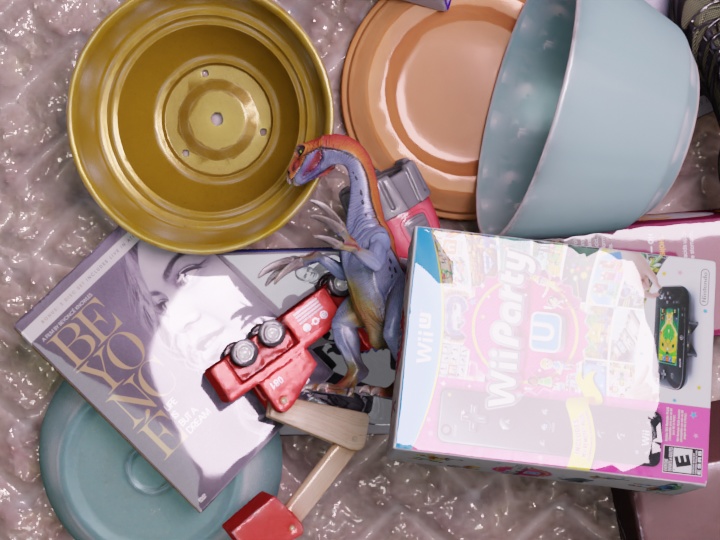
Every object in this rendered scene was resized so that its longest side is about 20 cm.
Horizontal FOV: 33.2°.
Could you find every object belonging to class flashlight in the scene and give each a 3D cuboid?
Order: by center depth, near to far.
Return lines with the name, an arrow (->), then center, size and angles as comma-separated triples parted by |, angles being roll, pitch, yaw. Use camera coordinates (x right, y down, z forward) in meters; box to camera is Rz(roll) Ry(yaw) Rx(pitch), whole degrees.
flashlight -> 0.053, 0.017, 0.918 | 0.068, 0.068, 0.201 | -20, 104, 24

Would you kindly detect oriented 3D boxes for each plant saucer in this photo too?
plant saucer -> 0.082, -0.138, 0.933 | 0.199, 0.037, 0.201 | 0, 95, 4
plant saucer -> -0.163, 0.153, 0.956 | 0.199, 0.036, 0.201 | 0, 97, 4

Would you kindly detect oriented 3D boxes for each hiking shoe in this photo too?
hiking shoe -> 0.271, -0.143, 0.828 | 0.075, 0.101, 0.201 | -13, 75, -3

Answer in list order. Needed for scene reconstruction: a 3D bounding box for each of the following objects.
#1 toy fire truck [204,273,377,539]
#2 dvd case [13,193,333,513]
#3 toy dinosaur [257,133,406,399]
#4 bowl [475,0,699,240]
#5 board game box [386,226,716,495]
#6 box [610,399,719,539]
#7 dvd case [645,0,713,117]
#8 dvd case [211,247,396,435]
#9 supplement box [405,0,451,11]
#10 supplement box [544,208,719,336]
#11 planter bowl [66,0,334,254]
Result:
toy fire truck -> -0.041, 0.101, 0.904 | 0.200, 0.049, 0.141 | -36, 94, -16
dvd case -> -0.141, 0.061, 0.925 | 0.200, 0.016, 0.149 | 45, 75, 1
toy dinosaur -> 0.000, 0.000, 0.869 | 0.105, 0.200, 0.182 | -2, 78, 42
bowl -> 0.158, -0.105, 0.822 | 0.105, 0.201, 0.202 | 14, 97, -8
board game box -> 0.123, 0.060, 0.789 | 0.199, 0.064, 0.148 | 6, 76, -1
box -> 0.283, 0.211, 0.892 | 0.163, 0.166, 0.201 | -11, 96, 5
dvd case -> 0.234, -0.216, 0.907 | 0.150, 0.025, 0.201 | -25, 93, -1
dvd case -> -0.054, 0.057, 0.967 | 0.199, 0.025, 0.151 | -1, 96, 4
supplement box -> 0.045, -0.306, 0.867 | 0.103, 0.101, 0.201 | 17, 88, 7
supplement box -> 0.197, 0.004, 0.903 | 0.199, 0.110, 0.086 | -4, 95, 4
planter bowl -> -0.116, -0.116, 0.923 | 0.199, 0.083, 0.202 | 0, 97, 3
